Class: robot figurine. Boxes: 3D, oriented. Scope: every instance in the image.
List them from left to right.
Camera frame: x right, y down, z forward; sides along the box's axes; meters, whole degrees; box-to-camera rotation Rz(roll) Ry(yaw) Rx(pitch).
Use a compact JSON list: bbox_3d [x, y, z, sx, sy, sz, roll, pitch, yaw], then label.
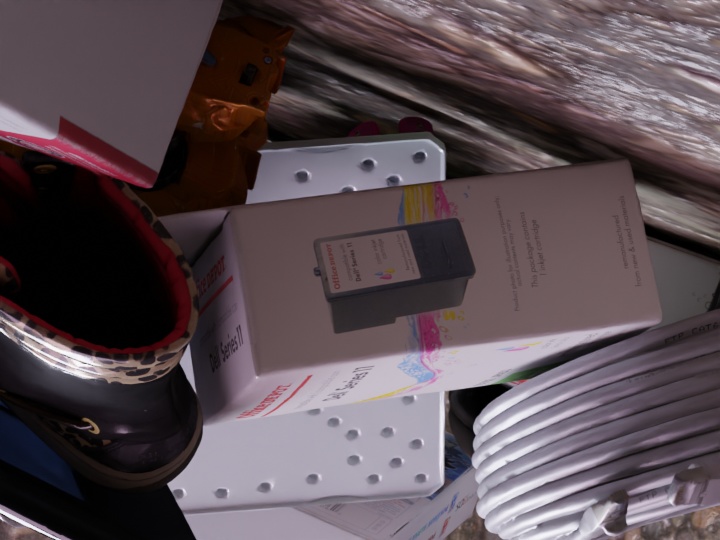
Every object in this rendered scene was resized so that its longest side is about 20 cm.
[{"bbox_3d":[-0.130,-0.082,1.027,0.199,0.058,0.145,21,149,0],"label":"robot figurine"}]

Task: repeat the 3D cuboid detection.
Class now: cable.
[{"bbox_3d":[0.139,0.061,1.105,0.199,0.069,0.200,-13,172,-28],"label":"cable"}]

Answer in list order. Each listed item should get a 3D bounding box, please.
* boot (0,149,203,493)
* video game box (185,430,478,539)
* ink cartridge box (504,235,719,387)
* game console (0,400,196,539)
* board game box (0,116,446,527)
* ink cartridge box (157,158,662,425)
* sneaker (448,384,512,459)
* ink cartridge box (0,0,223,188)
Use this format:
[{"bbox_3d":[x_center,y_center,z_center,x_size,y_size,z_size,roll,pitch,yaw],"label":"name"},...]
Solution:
[{"bbox_3d":[-0.136,-0.007,0.978,0.200,0.073,0.151,40,162,6],"label":"boot"},{"bbox_3d":[-0.053,0.092,1.376,0.199,0.047,0.182,23,-161,15],"label":"video game box"},{"bbox_3d":[0.150,0.038,1.278,0.199,0.084,0.144,19,177,6],"label":"ink cartridge box"},{"bbox_3d":[-0.158,0.051,1.058,0.200,0.031,0.177,29,-177,-22],"label":"game console"},{"bbox_3d":[-0.064,0.023,1.169,0.199,0.200,0.026,-4,-141,-3],"label":"board game box"},{"bbox_3d":[0.000,0.012,1.046,0.199,0.068,0.117,-7,169,-14],"label":"ink cartridge box"},{"bbox_3d":[0.084,0.066,1.412,0.092,0.076,0.200,31,-169,-16],"label":"sneaker"},{"bbox_3d":[-0.164,-0.105,0.872,0.199,0.084,0.145,18,176,23],"label":"ink cartridge box"}]
